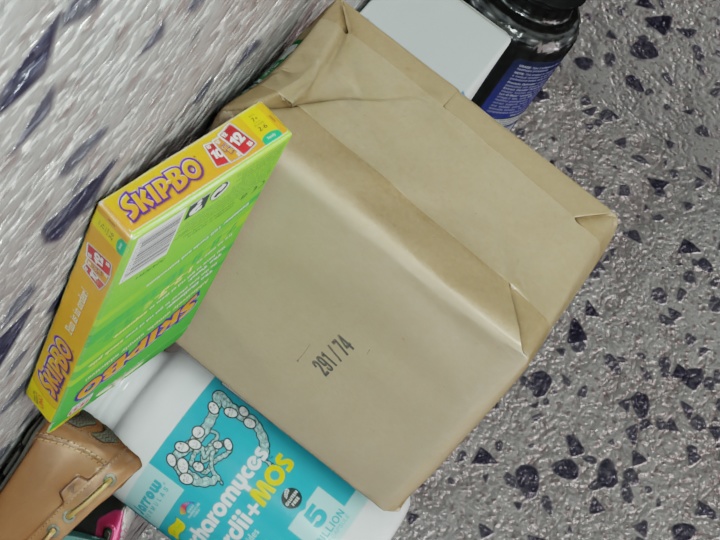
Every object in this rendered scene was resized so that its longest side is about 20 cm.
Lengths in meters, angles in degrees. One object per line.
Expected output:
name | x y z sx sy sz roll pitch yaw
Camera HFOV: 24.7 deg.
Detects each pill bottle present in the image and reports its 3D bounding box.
pill bottle | 0.112 -0.192 1.361 0.112 0.112 0.200 -51 178 -46
pill bottle | -0.077 0.118 0.980 0.111 0.200 0.111 -54 178 -3

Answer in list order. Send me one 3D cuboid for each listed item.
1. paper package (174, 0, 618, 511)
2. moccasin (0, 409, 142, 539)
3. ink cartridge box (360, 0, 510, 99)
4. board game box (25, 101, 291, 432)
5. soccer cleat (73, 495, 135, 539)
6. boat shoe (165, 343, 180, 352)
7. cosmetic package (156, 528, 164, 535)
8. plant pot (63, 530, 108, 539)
paper package | 0.000 0.000 0.836 0.104 0.190 0.200 -51 177 -35
moccasin | -0.194 0.170 0.923 0.202 0.078 0.074 -53 180 5
ink cartridge box | -0.008 -0.069 1.024 0.145 0.084 0.200 -53 178 -40
board game box | -0.099 0.005 0.763 0.095 0.030 0.200 -37 166 -34
soccer cleat | -0.176 0.149 1.130 0.200 0.070 0.086 -53 -177 24
boat shoe | -0.154 0.127 1.222 0.200 0.072 0.072 -53 178 -14
cosmetic package | -0.072 0.082 1.116 0.108 0.084 0.201 122 -19 -62
plant pot | -0.188 0.245 1.034 0.200 0.199 0.135 -39 148 -83
